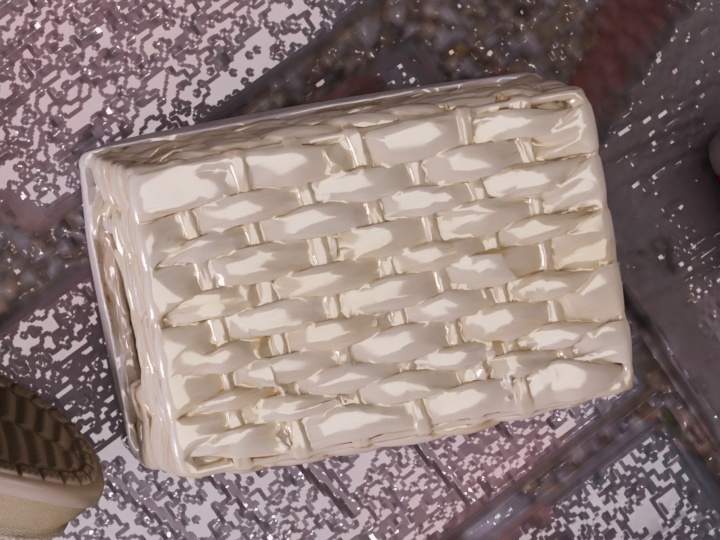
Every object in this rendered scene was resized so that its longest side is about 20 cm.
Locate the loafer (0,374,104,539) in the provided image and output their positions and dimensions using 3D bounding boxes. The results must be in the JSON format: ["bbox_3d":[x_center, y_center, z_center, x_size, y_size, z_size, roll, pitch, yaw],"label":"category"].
[{"bbox_3d":[-0.200,0.076,0.977,0.199,0.076,0.069,11,119,-16],"label":"loafer"}]

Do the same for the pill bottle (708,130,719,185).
[{"bbox_3d":[0.235,0.013,1.030,0.113,0.113,0.201,-28,96,-9],"label":"pill bottle"}]

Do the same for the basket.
[{"bbox_3d":[0.000,0.000,0.982,0.199,0.123,0.137,-11,94,-11],"label":"basket"}]
